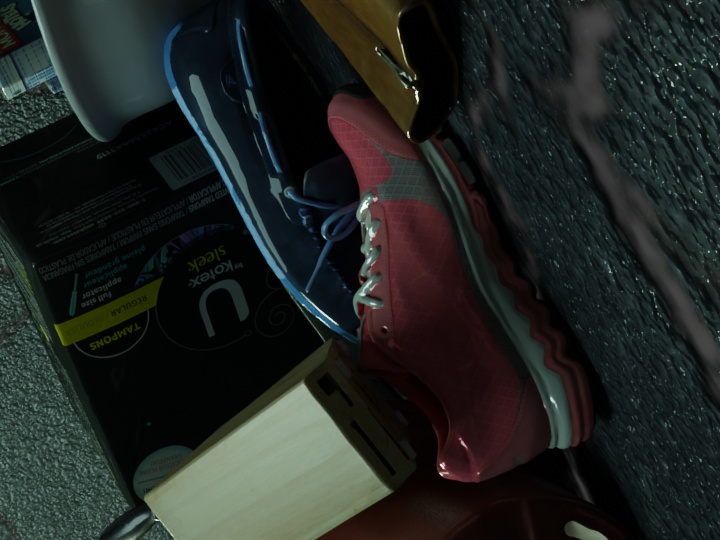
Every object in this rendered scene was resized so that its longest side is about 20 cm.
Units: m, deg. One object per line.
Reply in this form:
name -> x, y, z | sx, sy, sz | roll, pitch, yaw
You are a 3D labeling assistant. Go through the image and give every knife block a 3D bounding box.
knife block -> -0.060, 0.113, 0.807 | 0.064, 0.175, 0.200 | 50, -179, -2

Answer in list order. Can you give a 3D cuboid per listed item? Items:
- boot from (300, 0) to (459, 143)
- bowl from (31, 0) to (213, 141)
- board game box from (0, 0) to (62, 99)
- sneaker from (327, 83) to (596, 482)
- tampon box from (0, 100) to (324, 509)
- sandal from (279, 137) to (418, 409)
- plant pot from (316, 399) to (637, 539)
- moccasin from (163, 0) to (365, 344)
boot -> -0.040, -0.161, 0.670 | 0.200, 0.068, 0.189 | 55, 169, 28
bowl -> -0.117, -0.176, 0.890 | 0.201, 0.090, 0.202 | -11, -90, -87
board game box -> -0.239, -0.186, 1.230 | 0.200, 0.199, 0.062 | 49, 166, 54
sneaker -> 0.026, 0.006, 0.762 | 0.201, 0.086, 0.074 | 59, 170, 12
tampon box -> -0.117, 0.012, 0.986 | 0.126, 0.149, 0.201 | 46, 159, 48
sandal -> -0.001, 0.001, 0.944 | 0.058, 0.079, 0.202 | -91, -14, -49
plant pot -> 0.053, 0.178, 0.882 | 0.202, 0.200, 0.195 | 62, 162, -11
moccasin -> -0.024, -0.046, 0.831 | 0.068, 0.081, 0.200 | -27, 106, 43
